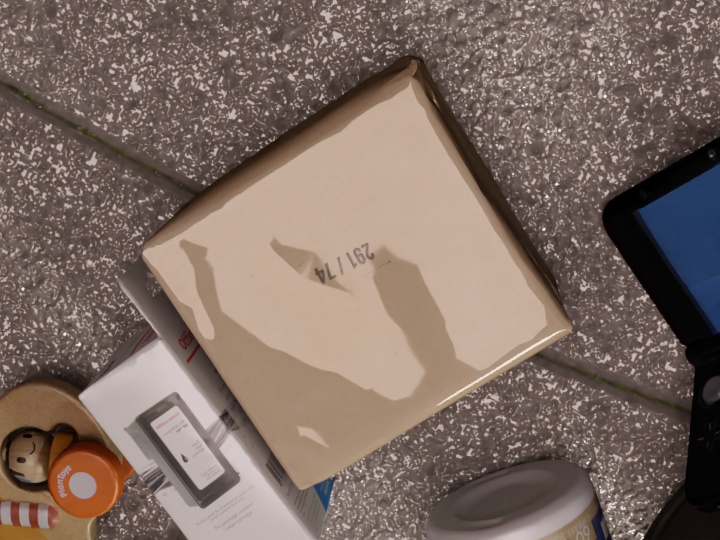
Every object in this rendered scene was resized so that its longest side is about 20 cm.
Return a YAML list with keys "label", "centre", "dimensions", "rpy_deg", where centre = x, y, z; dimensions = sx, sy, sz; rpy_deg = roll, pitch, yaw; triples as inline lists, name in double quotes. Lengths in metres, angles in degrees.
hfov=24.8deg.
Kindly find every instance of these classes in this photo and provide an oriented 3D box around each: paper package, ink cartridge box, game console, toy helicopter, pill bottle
- label: "paper package"
  centre: [0.000, 0.000, 1.001]
  dimensions: [0.199, 0.103, 0.191]
  rpy_deg: [-32, 98, 10]
- label: "ink cartridge box"
  centre: [-0.105, 0.091, 1.023]
  dimensions: [0.068, 0.116, 0.200]
  rpy_deg: [-35, 97, 10]
- label: "game console"
  centre: [0.234, 0.020, 0.937]
  dimensions: [0.118, 0.173, 0.200]
  rpy_deg: [31, 141, -23]
- label: "toy helicopter"
  centre: [-0.237, 0.156, 1.070]
  dimensions: [0.132, 0.079, 0.200]
  rpy_deg: [31, 107, -2]
- label: "pill bottle"
  centre: [0.123, 0.233, 1.039]
  dimensions: [0.111, 0.111, 0.201]
  rpy_deg: [-19, 101, 8]

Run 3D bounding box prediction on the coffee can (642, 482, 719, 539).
- label: "coffee can"
  centre: [0.283, 0.217, 0.998]
  dimensions: [0.200, 0.146, 0.146]
  rpy_deg: [42, 102, -9]
